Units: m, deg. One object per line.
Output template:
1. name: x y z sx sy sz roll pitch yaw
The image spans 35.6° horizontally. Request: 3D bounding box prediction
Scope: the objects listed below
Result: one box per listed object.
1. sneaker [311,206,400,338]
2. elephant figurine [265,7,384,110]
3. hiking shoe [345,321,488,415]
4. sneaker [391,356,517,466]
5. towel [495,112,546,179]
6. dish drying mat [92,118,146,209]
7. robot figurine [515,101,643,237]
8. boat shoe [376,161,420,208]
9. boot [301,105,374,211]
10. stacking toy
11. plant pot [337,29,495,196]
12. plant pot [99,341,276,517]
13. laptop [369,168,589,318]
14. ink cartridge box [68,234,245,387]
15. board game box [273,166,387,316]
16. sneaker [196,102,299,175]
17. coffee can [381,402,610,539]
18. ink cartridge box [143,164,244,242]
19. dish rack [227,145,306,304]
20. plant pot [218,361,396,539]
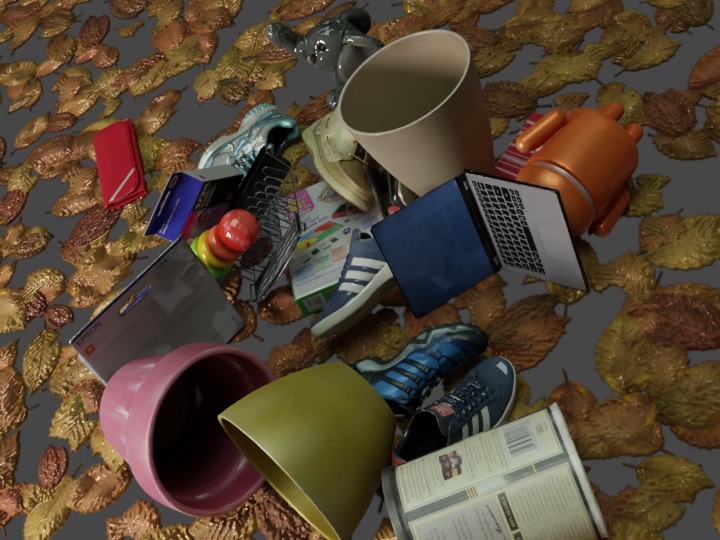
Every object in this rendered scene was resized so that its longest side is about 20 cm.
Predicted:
1. sneaker: 0.000 0.000 1.442 0.200 0.075 0.085 -43 76 7
2. elephant figurine: -0.020 -0.325 1.678 0.141 0.201 0.156 19 62 36
3. hiking shoe: 0.069 0.133 1.354 0.199 0.074 0.087 -26 53 17
4. sneaker: 0.108 0.167 1.289 0.075 0.085 0.200 23 65 37
5. towel: 0.244 -0.123 1.510 0.144 0.023 0.201 24 68 35
6. dish drying mat: -0.403 -0.180 1.866 0.076 0.018 0.201 -26 46 5
7. robot figurine: 0.269 -0.123 1.410 0.116 0.144 0.200 27 68 37
8. boat shoe: 0.054 -0.161 1.598 0.062 0.071 0.201 -16 48 24
9. boot: 0.008 -0.186 1.557 0.155 0.073 0.201 -44 38 13
10. stacking toy: -0.204 -0.020 1.527 0.200 0.085 0.086 -38 32 46
11. plant pot: 0.098 -0.176 1.474 0.186 0.200 0.188 -20 41 19
12. plant pot: -0.221 0.181 1.374 0.178 0.200 0.201 7 55 48
13. laptop: 0.147 -0.015 1.350 0.199 0.188 0.116 16 61 34
14. ink cartridge box: -0.267 0.073 1.466 0.200 0.201 0.040 -44 49 -15
15. board game box: -0.032 -0.047 1.564 0.152 0.040 0.201 -22 47 7
16. sneaker: -0.172 -0.175 1.714 0.086 0.078 0.200 24 66 34
17. coffee can: 0.140 0.242 1.169 0.198 0.147 0.147 -22 47 7
18. ink cartridge box: -0.225 -0.092 1.537 0.037 0.200 0.095 30 105 11
19. dish rack: -0.135 -0.059 1.556 0.154 0.054 0.201 -57 28 30
20. plant pot: -0.042 0.188 1.265 0.142 0.201 0.200 -43 48 -16
